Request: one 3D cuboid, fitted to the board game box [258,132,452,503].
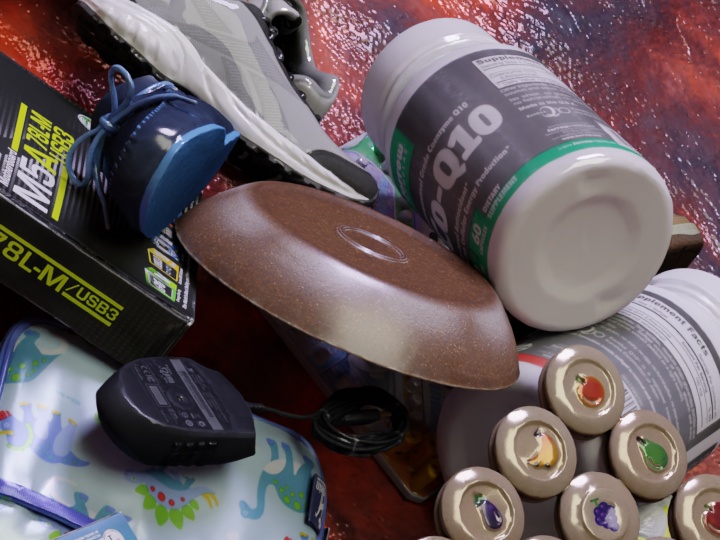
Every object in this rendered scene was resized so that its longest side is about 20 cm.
[{"bbox_3d":[0.032,0.014,1.754,0.200,0.026,0.200,52,42,5],"label":"board game box"}]

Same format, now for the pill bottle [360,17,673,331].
[{"bbox_3d":[0.083,-0.060,1.699,0.113,0.113,0.200,12,22,-33],"label":"pill bottle"}]

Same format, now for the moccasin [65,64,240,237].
[{"bbox_3d":[-0.113,-0.061,1.542,0.068,0.081,0.200,36,1,0],"label":"moccasin"}]

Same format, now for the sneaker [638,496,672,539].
[{"bbox_3d":[0.134,0.202,1.675,0.200,0.076,0.105,-28,97,-48],"label":"sneaker"}]

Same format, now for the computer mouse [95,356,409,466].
[{"bbox_3d":[-0.054,0.078,1.514,0.200,0.034,0.059,7,38,-40],"label":"computer mouse"}]

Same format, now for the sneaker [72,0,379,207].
[{"bbox_3d":[-0.063,-0.106,1.670,0.200,0.074,0.079,41,76,-11],"label":"sneaker"}]

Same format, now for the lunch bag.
[{"bbox_3d":[-0.117,0.128,1.505,0.200,0.082,0.161,29,47,-17],"label":"lunch bag"}]

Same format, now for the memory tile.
[{"bbox_3d":[0.111,0.146,1.556,0.153,0.017,0.200,46,58,-8],"label":"memory tile"}]

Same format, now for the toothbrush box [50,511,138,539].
[{"bbox_3d":[-0.122,0.236,1.367,0.085,0.146,0.200,-21,75,-46],"label":"toothbrush box"}]

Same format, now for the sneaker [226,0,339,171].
[{"bbox_3d":[-0.074,-0.156,1.758,0.075,0.081,0.200,-13,67,-43],"label":"sneaker"}]

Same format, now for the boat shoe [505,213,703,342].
[{"bbox_3d":[0.123,-0.010,1.782,0.200,0.072,0.076,-16,57,-46],"label":"boat shoe"}]

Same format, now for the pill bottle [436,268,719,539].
[{"bbox_3d":[0.142,0.075,1.702,0.116,0.116,0.200,53,41,7],"label":"pill bottle"}]

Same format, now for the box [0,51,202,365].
[{"bbox_3d":[-0.173,-0.047,1.561,0.193,0.048,0.200,37,16,-14],"label":"box"}]

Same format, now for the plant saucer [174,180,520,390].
[{"bbox_3d":[0.000,0.000,1.588,0.200,0.037,0.200,23,14,-6],"label":"plant saucer"}]
